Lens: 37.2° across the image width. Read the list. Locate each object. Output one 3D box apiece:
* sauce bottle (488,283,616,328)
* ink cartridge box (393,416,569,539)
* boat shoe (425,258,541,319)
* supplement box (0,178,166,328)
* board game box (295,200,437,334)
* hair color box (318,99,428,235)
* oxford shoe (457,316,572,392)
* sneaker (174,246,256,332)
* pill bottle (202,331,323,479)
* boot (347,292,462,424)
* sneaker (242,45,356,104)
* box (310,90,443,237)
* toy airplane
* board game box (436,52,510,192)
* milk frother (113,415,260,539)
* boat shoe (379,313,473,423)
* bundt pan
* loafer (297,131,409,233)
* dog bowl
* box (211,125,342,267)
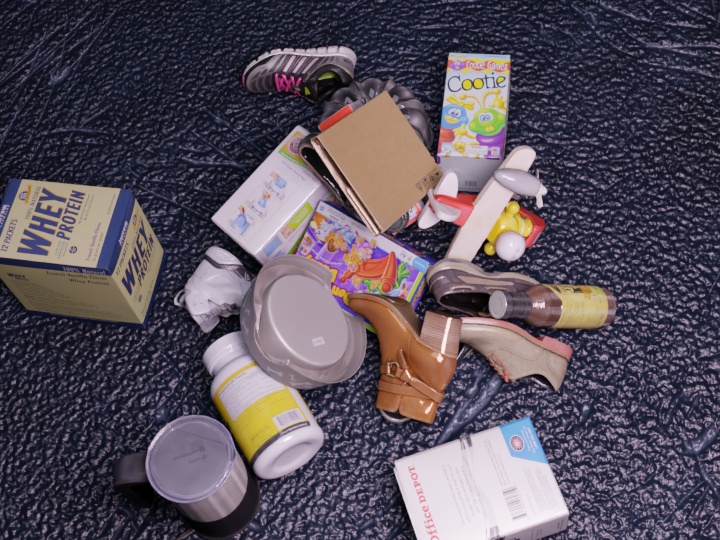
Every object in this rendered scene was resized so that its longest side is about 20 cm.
[{"bbox_3d":[0.274,0.051,1.527,0.199,0.065,0.065,3,55,-32],"label":"sauce bottle"},{"bbox_3d":[0.160,0.304,1.444,0.199,0.084,0.146,-18,61,-2],"label":"ink cartridge box"},{"bbox_3d":[0.188,0.045,1.559,0.199,0.075,0.073,12,46,-15],"label":"boat shoe"},{"bbox_3d":[-0.427,-0.023,1.622,0.199,0.200,0.135,6,63,10],"label":"supplement box"},{"bbox_3d":[0.000,0.000,1.613,0.200,0.045,0.135,30,103,21],"label":"board game box"},{"bbox_3d":[0.024,-0.161,1.641,0.064,0.111,0.200,-33,97,14],"label":"hair color box"},{"bbox_3d":[0.207,0.118,1.518,0.199,0.070,0.075,18,75,-11],"label":"oxford shoe"},{"bbox_3d":[-0.189,0.053,1.629,0.200,0.075,0.115,32,71,26],"label":"sneaker"},{"bbox_3d":[-0.145,0.188,1.527,0.112,0.112,0.200,-30,62,-10],"label":"pill bottle"},{"bbox_3d":[0.047,0.119,1.516,0.200,0.077,0.156,17,96,30],"label":"boot"},{"bbox_3d":[-0.101,-0.326,1.819,0.199,0.074,0.088,-8,55,-3],"label":"sneaker"},{"bbox_3d":[0.030,-0.160,1.553,0.164,0.021,0.200,55,42,-6],"label":"box"},{"bbox_3d":[0.187,-0.070,1.578,0.199,0.200,0.141,-29,50,-8],"label":"toy airplane"},{"bbox_3d":[0.184,-0.239,1.724,0.105,0.103,0.201,4,62,8],"label":"board game box"},{"bbox_3d":[-0.222,0.326,1.418,0.180,0.188,0.200,-20,61,-4],"label":"milk frother"},{"bbox_3d":[0.099,0.137,1.555,0.075,0.062,0.200,39,74,21],"label":"boat shoe"},{"bbox_3d":[0.020,-0.235,1.758,0.201,0.076,0.202,-2,62,4],"label":"bundt pan"},{"bbox_3d":[-0.016,-0.121,1.566,0.200,0.063,0.072,40,109,-1],"label":"loafer"},{"bbox_3d":[-0.085,0.079,1.529,0.200,0.059,0.201,24,48,-30],"label":"dog bowl"},{"bbox_3d":[-0.114,-0.106,1.664,0.101,0.113,0.200,40,85,23],"label":"box"}]
